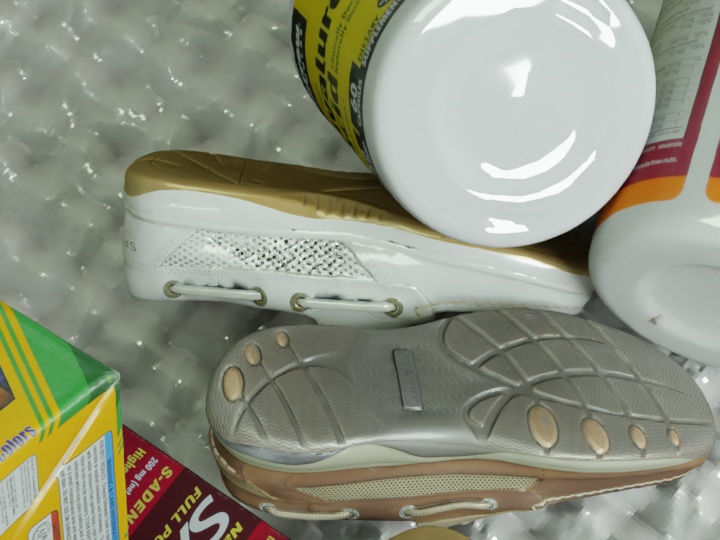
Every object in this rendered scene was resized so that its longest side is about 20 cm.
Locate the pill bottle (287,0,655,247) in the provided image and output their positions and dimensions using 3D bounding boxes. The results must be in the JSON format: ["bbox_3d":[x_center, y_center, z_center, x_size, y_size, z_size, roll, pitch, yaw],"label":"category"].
[{"bbox_3d":[0.033,-0.091,0.826,0.111,0.112,0.200,-33,24,-1],"label":"pill bottle"}]

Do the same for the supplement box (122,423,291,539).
[{"bbox_3d":[-0.107,0.121,0.829,0.199,0.061,0.109,30,75,26],"label":"supplement box"}]

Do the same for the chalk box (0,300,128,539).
[{"bbox_3d":[-0.197,0.067,0.756,0.200,0.125,0.124,30,49,27],"label":"chalk box"}]

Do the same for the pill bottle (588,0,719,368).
[{"bbox_3d":[0.165,-0.070,0.813,0.109,0.110,0.201,10,63,20],"label":"pill bottle"}]

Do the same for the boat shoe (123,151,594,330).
[{"bbox_3d":[0.000,0.000,0.852,0.199,0.071,0.070,10,108,6],"label":"boat shoe"}]

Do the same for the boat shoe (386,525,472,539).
[{"bbox_3d":[-0.012,0.186,0.762,0.071,0.069,0.200,32,82,26],"label":"boat shoe"}]

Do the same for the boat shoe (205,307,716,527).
[{"bbox_3d":[0.037,0.063,0.806,0.199,0.072,0.076,4,49,-7],"label":"boat shoe"}]
